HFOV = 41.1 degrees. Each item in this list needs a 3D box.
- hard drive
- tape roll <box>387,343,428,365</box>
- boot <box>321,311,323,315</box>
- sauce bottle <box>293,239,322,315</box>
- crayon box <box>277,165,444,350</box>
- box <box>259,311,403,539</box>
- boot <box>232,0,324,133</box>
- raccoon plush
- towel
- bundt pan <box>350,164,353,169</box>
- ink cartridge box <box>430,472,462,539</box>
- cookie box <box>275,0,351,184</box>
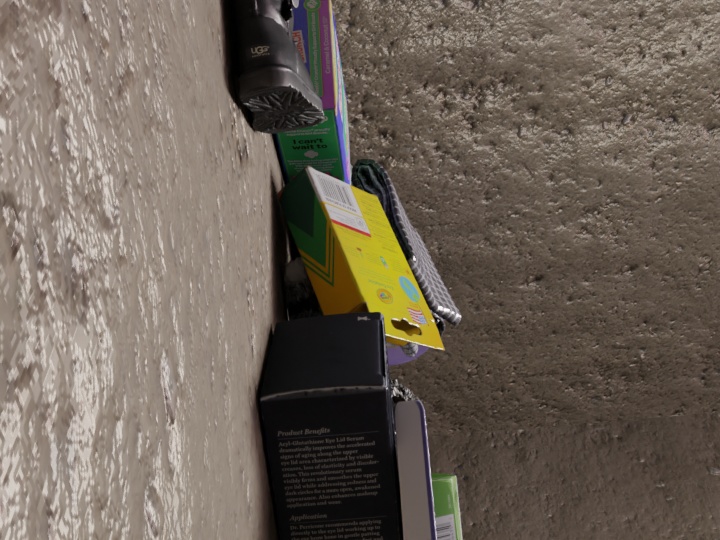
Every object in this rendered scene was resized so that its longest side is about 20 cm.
[{"bbox_3d":[0.050,0.222,0.820,0.201,0.025,0.133,83,3,-50],"label":"hard drive"},{"bbox_3d":[0.049,0.058,1.687,0.085,0.197,0.203,-81,166,-79],"label":"tape roll"},{"bbox_3d":[-0.004,0.081,1.136,0.200,0.067,0.133,13,88,-72],"label":"boot"},{"bbox_3d":[-0.046,-0.019,1.120,0.065,0.064,0.201,-93,176,-45],"label":"sauce bottle"},{"bbox_3d":[0.000,0.000,0.979,0.126,0.051,0.202,19,40,-50],"label":"crayon box"},{"bbox_3d":[-0.019,0.158,0.837,0.148,0.103,0.203,-89,173,-71],"label":"box"},{"bbox_3d":[-0.079,-0.233,0.824,0.165,0.065,0.203,82,-1,-84],"label":"boot"},{"bbox_3d":[-0.005,0.087,0.973,0.097,0.132,0.203,-86,171,-69],"label":"raccoon plush"},{"bbox_3d":[0.042,-0.019,1.186,0.166,0.085,0.201,60,6,-50],"label":"towel"},{"bbox_3d":[-0.036,-0.068,1.343,0.202,0.075,0.205,-6,90,-87],"label":"bundt pan"},{"bbox_3d":[0.032,0.272,1.036,0.199,0.059,0.105,-16,-102,62],"label":"ink cartridge box"},{"bbox_3d":[-0.055,-0.188,1.091,0.201,0.074,0.173,80,6,-62],"label":"cookie box"}]
